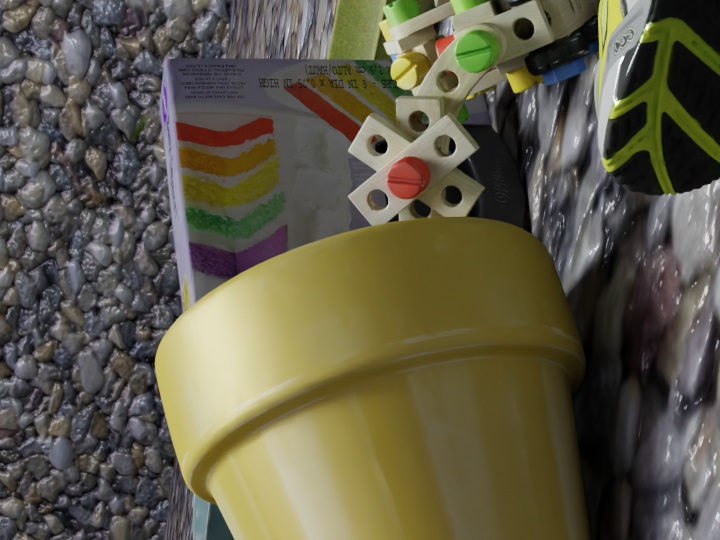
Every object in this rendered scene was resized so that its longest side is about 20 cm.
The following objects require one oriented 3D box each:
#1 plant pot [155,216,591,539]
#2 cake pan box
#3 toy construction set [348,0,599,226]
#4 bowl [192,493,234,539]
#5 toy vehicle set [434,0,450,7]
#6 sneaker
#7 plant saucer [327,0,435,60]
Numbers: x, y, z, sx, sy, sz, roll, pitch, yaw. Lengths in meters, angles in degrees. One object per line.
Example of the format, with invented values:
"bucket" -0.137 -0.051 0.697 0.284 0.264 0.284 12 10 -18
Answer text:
"plant pot" 0.022 0.104 0.675 0.201 0.201 0.189 115 142 -61
"cake pan box" -0.008 -0.037 0.822 0.052 0.200 0.184 110 156 -56
"toy construction set" 0.052 -0.101 0.707 0.092 0.131 0.200 61 -156 -22
"bowl" -0.114 0.211 1.515 0.201 0.105 0.201 -174 90 -79
"toy vehicle set" 0.079 -0.285 0.941 0.200 0.026 0.124 107 164 -48
"sneaker" 0.122 -0.124 0.523 0.076 0.075 0.200 -98 18 -48
"plant saucer" 0.018 -0.195 1.164 0.200 0.048 0.200 -99 18 -54
